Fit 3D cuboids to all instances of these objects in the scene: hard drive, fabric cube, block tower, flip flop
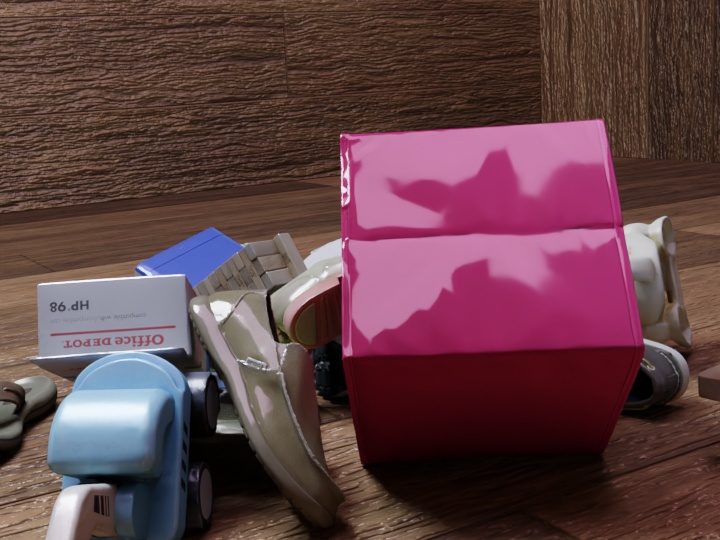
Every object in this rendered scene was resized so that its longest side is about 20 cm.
[{"bbox_3d":[-0.145,0.026,1.189,0.200,0.025,0.132,31,39,23],"label":"hard drive"},{"bbox_3d":[0.090,0.021,0.788,0.198,0.201,0.196,-3,-30,3],"label":"fabric cube"},{"bbox_3d":[-0.144,0.035,1.075,0.200,0.054,0.058,-36,-14,31],"label":"block tower"},{"bbox_3d":[-0.336,0.122,0.940,0.081,0.058,0.200,-2,11,6],"label":"flip flop"}]

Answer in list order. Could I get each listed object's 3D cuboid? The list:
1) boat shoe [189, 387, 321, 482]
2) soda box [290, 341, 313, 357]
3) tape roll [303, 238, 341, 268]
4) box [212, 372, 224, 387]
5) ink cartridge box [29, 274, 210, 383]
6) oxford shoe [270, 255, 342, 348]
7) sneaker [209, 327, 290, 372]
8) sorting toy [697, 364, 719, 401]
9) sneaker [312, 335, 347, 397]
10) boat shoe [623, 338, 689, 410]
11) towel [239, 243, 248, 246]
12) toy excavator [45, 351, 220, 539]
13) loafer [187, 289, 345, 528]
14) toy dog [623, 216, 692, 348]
[{"bbox_3d":[-0.128,0.123,0.807,0.200,0.072,0.066,3,33,4],"label":"boat shoe"},{"bbox_3d":[-0.055,0.074,1.098,0.068,0.064,0.200,6,15,41],"label":"soda box"},{"bbox_3d":[0.031,0.007,1.078,0.202,0.037,0.203,-8,24,3],"label":"tape roll"},{"bbox_3d":[-0.152,0.126,0.899,0.199,0.048,0.122,-3,10,-4],"label":"box"},{"bbox_3d":[-0.188,0.049,0.823,0.115,0.067,0.200,-4,-12,-5],"label":"ink cartridge box"},{"bbox_3d":[0.000,0.000,0.970,0.200,0.071,0.074,-25,33,-26],"label":"oxford shoe"},{"bbox_3d":[-0.153,0.083,1.000,0.199,0.090,0.075,3,20,28],"label":"sneaker"},{"bbox_3d":[0.398,0.107,0.779,0.199,0.070,0.198,-12,14,-38],"label":"sorting toy"},{"bbox_3d":[0.025,0.095,0.951,0.079,0.074,0.200,-3,9,-27],"label":"sneaker"},{"bbox_3d":[0.199,0.084,0.952,0.201,0.072,0.060,10,12,37],"label":"boat shoe"},{"bbox_3d":[-0.182,0.030,1.322,0.165,0.086,0.200,-11,15,-27],"label":"towel"},{"bbox_3d":[-0.164,0.140,0.649,0.099,0.195,0.200,-2,-17,6],"label":"toy excavator"},{"bbox_3d":[-0.059,0.089,0.736,0.067,0.200,0.076,-29,-23,-7],"label":"loafer"},{"bbox_3d":[0.227,0.034,1.069,0.199,0.140,0.194,-13,-2,27],"label":"toy dog"}]
